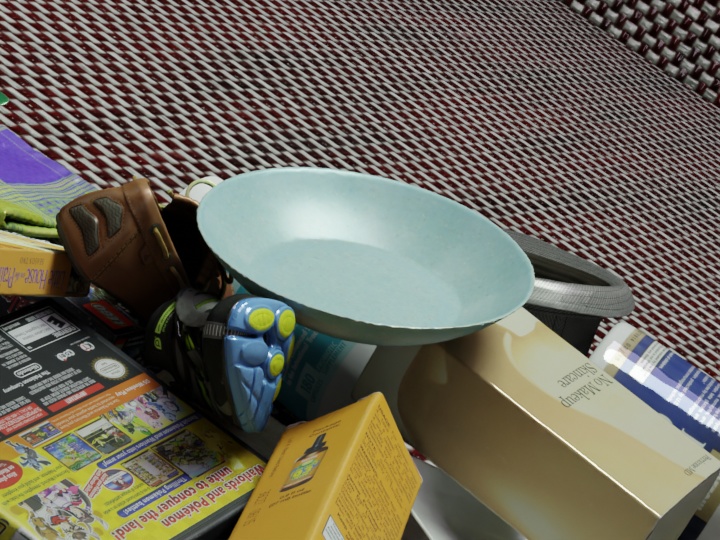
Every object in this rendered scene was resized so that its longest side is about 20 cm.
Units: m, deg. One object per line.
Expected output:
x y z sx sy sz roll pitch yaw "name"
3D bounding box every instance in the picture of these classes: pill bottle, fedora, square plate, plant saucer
-0.043 0.022 1.725 0.200 0.111 0.111 38 18 24 "pill bottle"
0.106 0.030 1.965 0.176 0.091 0.200 7 12 -33 "fedora"
0.237 0.134 1.884 0.200 0.111 0.111 33 17 10 "pill bottle"
0.089 0.193 1.530 0.198 0.028 0.200 29 20 -48 "square plate"
0.000 0.000 1.544 0.200 0.039 0.201 11 25 -5 "plant saucer"

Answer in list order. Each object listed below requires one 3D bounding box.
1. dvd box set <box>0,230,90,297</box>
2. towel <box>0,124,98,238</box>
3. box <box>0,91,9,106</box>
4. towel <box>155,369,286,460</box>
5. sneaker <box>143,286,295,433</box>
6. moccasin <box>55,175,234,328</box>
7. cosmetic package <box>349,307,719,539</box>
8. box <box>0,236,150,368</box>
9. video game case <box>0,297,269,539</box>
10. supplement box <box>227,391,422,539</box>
-0.245 -0.014 1.480 0.146 0.030 0.200 14 2 13 "dvd box set"
-0.253 -0.079 1.672 0.200 0.023 0.143 35 17 25 "towel"
-0.289 -0.081 1.504 0.117 0.049 0.200 -15 14 -34 "box"
-0.050 0.126 1.552 0.200 0.035 0.133 31 15 5 "towel"
-0.082 0.048 1.490 0.082 0.071 0.200 20 -8 -3 "sneaker"
-0.111 -0.013 1.572 0.074 0.078 0.201 66 8 24 "moccasin"
0.105 0.095 1.583 0.200 0.071 0.105 37 30 15 "cosmetic package"
-0.202 -0.008 1.663 0.200 0.038 0.137 36 17 16 "box"
-0.156 0.095 1.415 0.180 0.026 0.200 35 26 16 "video game case"
-0.024 0.142 1.391 0.069 0.066 0.200 60 24 -19 "supplement box"
